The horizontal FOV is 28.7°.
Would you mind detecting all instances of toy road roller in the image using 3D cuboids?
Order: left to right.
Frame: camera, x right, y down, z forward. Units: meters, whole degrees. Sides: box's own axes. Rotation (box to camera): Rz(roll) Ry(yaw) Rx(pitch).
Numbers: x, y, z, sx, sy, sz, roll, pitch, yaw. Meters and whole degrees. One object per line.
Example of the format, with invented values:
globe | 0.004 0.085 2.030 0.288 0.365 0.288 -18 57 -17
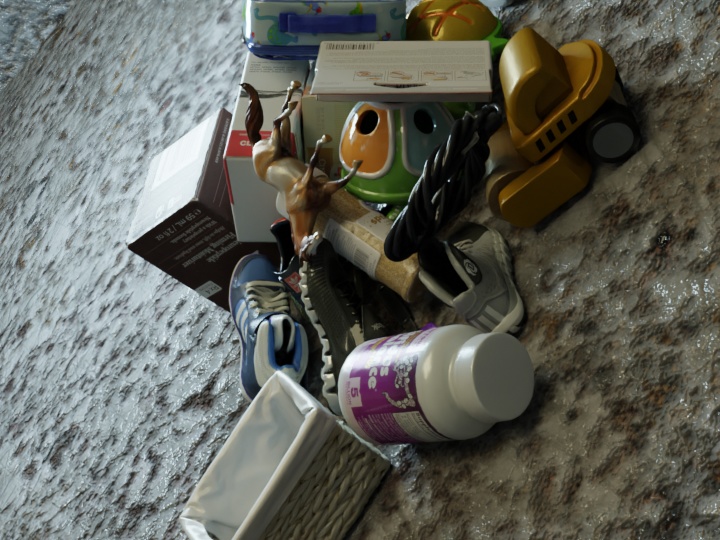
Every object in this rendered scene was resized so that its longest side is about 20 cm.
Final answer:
toy road roller | 0.184 -0.160 1.473 0.200 0.145 0.124 -40 31 26

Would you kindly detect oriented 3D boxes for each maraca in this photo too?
maraca | 0.114 -0.282 1.740 0.136 0.108 0.200 -21 26 -1

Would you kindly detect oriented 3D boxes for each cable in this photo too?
cable | 0.081 -0.075 1.451 0.163 0.051 0.201 -51 -8 -48

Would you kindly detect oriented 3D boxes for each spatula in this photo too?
spatula | 0.053 0.062 1.575 0.057 0.021 0.200 -46 28 6

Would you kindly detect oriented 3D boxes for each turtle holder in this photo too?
turtle holder | 0.064 -0.150 1.642 0.141 0.183 0.133 -122 26 -58

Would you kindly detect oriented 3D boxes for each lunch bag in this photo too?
lunch bag | -0.046 -0.303 1.710 0.161 0.197 0.083 -118 27 -72

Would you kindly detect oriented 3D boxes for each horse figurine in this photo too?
horse figurine | -0.075 -0.120 1.555 0.200 0.050 0.133 51 129 26

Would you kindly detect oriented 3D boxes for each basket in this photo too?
basket | -0.078 0.233 1.496 0.201 0.123 0.135 -57 29 -1

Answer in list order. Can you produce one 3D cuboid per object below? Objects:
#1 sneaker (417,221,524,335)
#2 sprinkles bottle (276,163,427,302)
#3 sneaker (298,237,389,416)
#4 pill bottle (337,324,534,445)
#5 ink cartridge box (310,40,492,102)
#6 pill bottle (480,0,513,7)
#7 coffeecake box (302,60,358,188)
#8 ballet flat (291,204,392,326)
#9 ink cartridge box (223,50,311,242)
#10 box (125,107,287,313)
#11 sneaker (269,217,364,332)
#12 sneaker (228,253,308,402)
sneaker | 0.103 -0.014 1.480 0.075 0.115 0.201 -46 30 16
sprinkles bottle | -0.003 -0.043 1.594 0.199 0.068 0.069 35 90 21
sneaker | -0.009 0.057 1.563 0.090 0.066 0.202 -11 91 32
pill bottle | 0.075 0.113 1.395 0.199 0.112 0.113 -14 49 51
ink cartridge box | 0.048 -0.209 1.566 0.177 0.197 0.045 -82 -8 -62
pill bottle | 0.191 -0.449 1.801 0.112 0.112 0.201 11 69 60
coffeecake box | -0.024 -0.193 1.786 0.201 0.072 0.155 -80 -9 -57
ballet flat | 0.000 0.000 1.695 0.200 0.074 0.075 -42 31 28
ink cartridge box | -0.108 -0.156 1.746 0.083 0.145 0.201 1 48 6
box | -0.176 -0.074 1.887 0.165 0.199 0.165 -29 37 40
sneaker | -0.054 0.024 1.640 0.075 0.084 0.201 -36 66 28
sneaker | -0.103 0.056 1.704 0.146 0.080 0.202 138 133 -61
